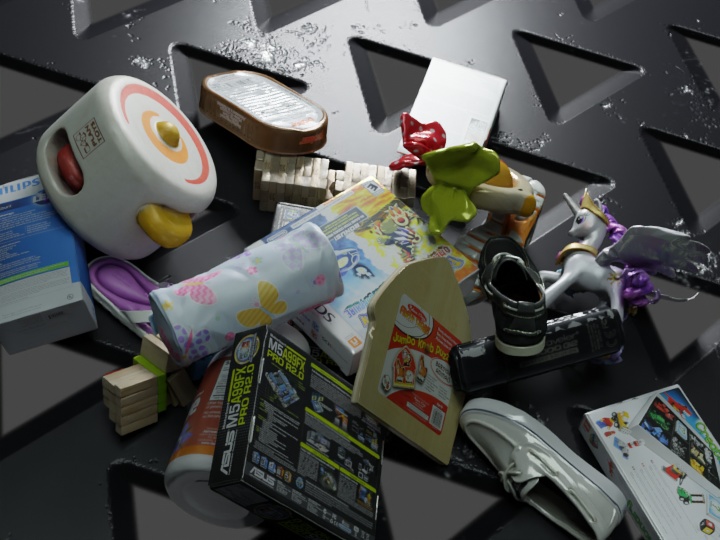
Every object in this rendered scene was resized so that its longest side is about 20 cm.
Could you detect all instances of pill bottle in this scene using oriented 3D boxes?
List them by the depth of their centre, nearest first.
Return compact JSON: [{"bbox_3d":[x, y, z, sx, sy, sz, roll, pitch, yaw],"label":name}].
[{"bbox_3d":[-0.117,0.149,1.224,0.111,0.113,0.201,15,48,3],"label":"pill bottle"}]

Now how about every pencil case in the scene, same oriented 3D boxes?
[{"bbox_3d":[-0.115,0.022,1.226,0.199,0.084,0.091,-25,33,-18],"label":"pencil case"}]

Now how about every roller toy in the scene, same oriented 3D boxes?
[{"bbox_3d":[-0.258,-0.119,1.361,0.182,0.139,0.200,46,23,-20],"label":"roller toy"}]

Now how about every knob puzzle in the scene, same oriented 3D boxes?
[{"bbox_3d":[0.058,0.078,1.265,0.030,0.220,0.220,-3,37,38],"label":"knob puzzle"}]

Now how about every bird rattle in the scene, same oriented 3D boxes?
[{"bbox_3d":[0.120,-0.104,1.411,0.162,0.113,0.200,14,13,-14],"label":"bird rattle"}]

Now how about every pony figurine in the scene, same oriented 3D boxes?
[{"bbox_3d":[0.292,0.011,1.406,0.192,0.167,0.201,25,67,15],"label":"pony figurine"}]

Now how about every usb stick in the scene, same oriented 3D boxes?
[{"bbox_3d":[0.190,0.085,1.300,0.199,0.033,0.056,-14,93,-13],"label":"usb stick"}]

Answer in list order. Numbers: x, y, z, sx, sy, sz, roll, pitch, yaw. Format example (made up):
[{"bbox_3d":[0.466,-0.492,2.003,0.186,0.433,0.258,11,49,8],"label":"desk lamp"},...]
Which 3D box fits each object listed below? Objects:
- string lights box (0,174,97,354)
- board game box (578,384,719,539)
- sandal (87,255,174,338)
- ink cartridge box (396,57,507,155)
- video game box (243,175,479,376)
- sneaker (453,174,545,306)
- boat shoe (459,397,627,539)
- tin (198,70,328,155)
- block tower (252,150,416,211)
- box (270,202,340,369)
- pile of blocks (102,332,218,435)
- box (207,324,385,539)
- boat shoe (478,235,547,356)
[{"bbox_3d":[-0.360,-0.015,1.341,0.102,0.059,0.201,-16,52,-3],"label":"string lights box"},{"bbox_3d":[0.337,0.224,1.292,0.125,0.035,0.201,-13,54,-19],"label":"board game box"},{"bbox_3d":[-0.224,0.038,1.340,0.202,0.050,0.083,25,50,11],"label":"sandal"},{"bbox_3d":[0.119,-0.192,1.600,0.108,0.051,0.201,18,50,5],"label":"ink cartridge box"},{"bbox_3d":[0.000,0.000,1.339,0.200,0.047,0.182,-33,65,-32],"label":"video game box"},{"bbox_3d":[0.164,-0.024,1.450,0.078,0.077,0.200,29,57,16],"label":"sneaker"},{"bbox_3d":[0.179,0.212,1.256,0.200,0.072,0.066,38,49,11],"label":"boat shoe"},{"bbox_3d":[-0.125,-0.204,1.541,0.112,0.042,0.200,-24,44,-37],"label":"tin"},{"bbox_3d":[-0.033,-0.100,1.491,0.199,0.058,0.054,6,49,-3],"label":"block tower"},{"bbox_3d":[-0.035,0.019,1.385,0.159,0.044,0.201,10,49,-1],"label":"box"},{"bbox_3d":[-0.199,0.089,1.286,0.200,0.082,0.062,-41,48,-24],"label":"pile of blocks"},{"bbox_3d":[-0.054,0.169,1.165,0.044,0.200,0.161,-18,50,33],"label":"box"},{"bbox_3d":[0.167,0.011,1.311,0.071,0.068,0.200,-6,31,2],"label":"boat shoe"}]
